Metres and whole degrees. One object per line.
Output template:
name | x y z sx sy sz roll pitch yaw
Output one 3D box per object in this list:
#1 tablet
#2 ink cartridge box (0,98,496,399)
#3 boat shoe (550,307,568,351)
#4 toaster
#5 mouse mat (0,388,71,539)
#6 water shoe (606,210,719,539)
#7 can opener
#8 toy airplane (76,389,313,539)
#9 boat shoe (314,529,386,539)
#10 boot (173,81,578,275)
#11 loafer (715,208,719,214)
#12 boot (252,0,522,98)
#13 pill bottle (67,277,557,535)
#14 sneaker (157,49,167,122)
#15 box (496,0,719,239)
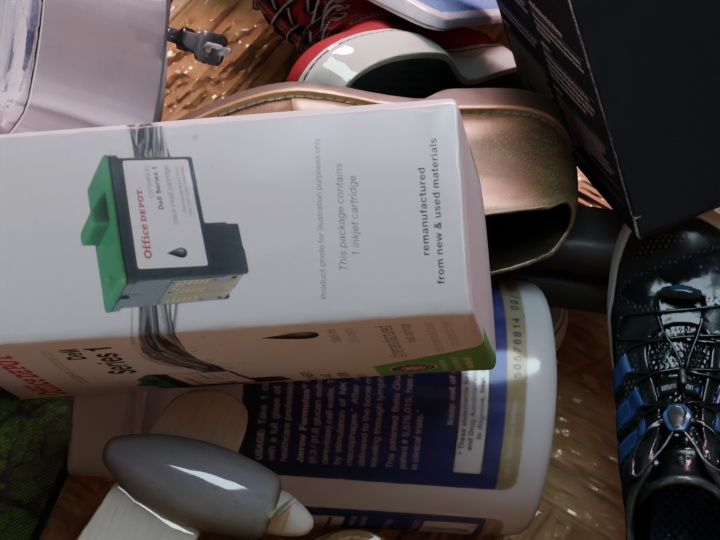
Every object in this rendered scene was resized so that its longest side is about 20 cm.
tablet | 0.011 -0.149 1.321 0.130 0.014 0.200 30 14 13
ink cartridge box | -0.054 -0.004 1.048 0.199 0.146 0.085 -5 79 6
boat shoe | 0.000 -0.001 1.241 0.200 0.072 0.070 10 51 -4
toaster | -0.167 -0.091 1.094 0.199 0.129 0.114 7 89 22
mouse mat | -0.210 0.083 1.180 0.160 0.008 0.200 18 51 3
water shoe | 0.142 0.069 1.149 0.071 0.079 0.201 -5 92 7
can opener | 0.155 -0.011 1.219 0.199 0.053 0.067 8 52 3
toy airplane | -0.094 0.147 1.025 0.199 0.141 0.201 -7 75 -38
boat shoe | 0.040 0.177 1.117 0.071 0.065 0.200 -24 61 -26
boot | -0.006 -0.032 1.157 0.199 0.074 0.076 -5 39 -1
loafer | 0.170 -0.045 1.306 0.069 0.075 0.201 -3 54 -9
boot | -0.019 -0.108 1.282 0.144 0.073 0.200 35 18 17
pill bottle | -0.023 0.052 1.172 0.199 0.111 0.111 4 52 -7
sneaker | -0.144 -0.077 1.191 0.104 0.201 0.075 -6 35 -21
box | 0.109 -0.119 1.194 0.079 0.142 0.200 -23 22 -2
